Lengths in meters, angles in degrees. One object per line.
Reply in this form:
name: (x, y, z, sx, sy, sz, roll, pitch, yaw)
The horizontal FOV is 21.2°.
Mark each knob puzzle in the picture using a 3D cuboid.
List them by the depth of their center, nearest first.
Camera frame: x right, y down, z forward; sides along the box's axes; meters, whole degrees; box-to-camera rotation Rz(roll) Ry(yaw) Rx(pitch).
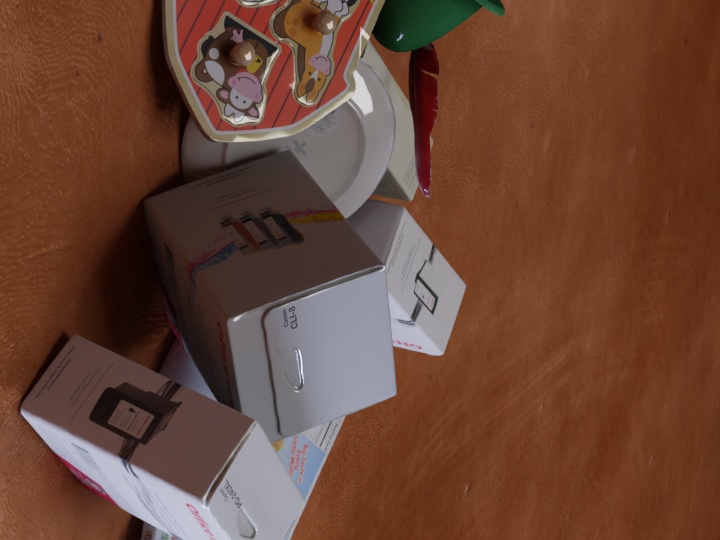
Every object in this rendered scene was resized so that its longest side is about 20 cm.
knob puzzle: (-0.080, -0.199, 1.621, 0.219, 0.030, 0.221, -1, 93, -28)

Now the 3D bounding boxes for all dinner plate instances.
dinner plate: (-0.060, -0.107, 1.699, 0.199, 0.024, 0.201, -11, 123, -17)

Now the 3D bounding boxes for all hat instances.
hat: (0.020, -0.217, 1.751, 0.165, 0.200, 0.176, 26, 110, -40)

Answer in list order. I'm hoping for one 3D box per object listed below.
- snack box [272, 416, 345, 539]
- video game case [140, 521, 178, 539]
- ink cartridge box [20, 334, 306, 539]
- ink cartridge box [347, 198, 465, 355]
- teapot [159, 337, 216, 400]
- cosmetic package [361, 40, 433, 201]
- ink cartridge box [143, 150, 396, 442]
snack box: (-0.072, 0.171, 1.666, 0.072, 0.024, 0.201, 40, 59, -25)
video game case: (-0.172, 0.312, 1.764, 0.143, 0.018, 0.201, 53, 38, -57)
ink cartridge box: (-0.157, 0.152, 1.567, 0.084, 0.199, 0.145, -55, 149, -21)
ink cartridge box: (0.000, 0.000, 1.872, 0.200, 0.145, 0.085, 48, 58, -61)
teapot: (-0.088, 0.130, 1.763, 0.197, 0.145, 0.201, 19, 84, -64)
cosmetic package: (-0.014, -0.147, 1.822, 0.073, 0.103, 0.200, -69, 154, -18)
ink cartridge box: (-0.076, 0.023, 1.626, 0.144, 0.200, 0.146, -19, 129, -16)
